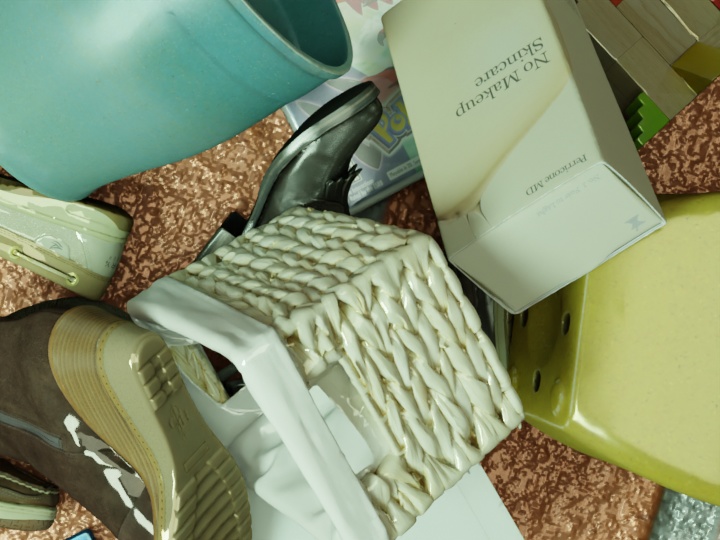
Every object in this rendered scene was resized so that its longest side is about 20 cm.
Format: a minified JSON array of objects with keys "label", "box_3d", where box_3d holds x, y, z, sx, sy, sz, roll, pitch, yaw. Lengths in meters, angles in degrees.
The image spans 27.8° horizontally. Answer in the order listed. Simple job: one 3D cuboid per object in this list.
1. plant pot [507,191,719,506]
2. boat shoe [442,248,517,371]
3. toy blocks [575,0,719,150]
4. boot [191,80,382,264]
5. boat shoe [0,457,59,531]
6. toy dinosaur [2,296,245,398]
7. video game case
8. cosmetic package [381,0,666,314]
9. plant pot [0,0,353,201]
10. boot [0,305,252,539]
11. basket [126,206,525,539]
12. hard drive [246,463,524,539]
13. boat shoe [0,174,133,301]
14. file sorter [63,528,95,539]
[{"label":"plant pot","box_3d":[0.199,0.041,0.871,0.198,0.195,0.196,7,90,-14]},{"label":"boat shoe","box_3d":[0.081,-0.010,0.940,0.066,0.072,0.202,4,109,31]},{"label":"toy blocks","box_3d":[0.196,-0.186,0.938,0.200,0.100,0.137,-41,86,-14]},{"label":"boot","box_3d":[0.000,0.000,0.920,0.174,0.069,0.200,39,113,-5]},{"label":"boat shoe","box_3d":[-0.277,0.098,0.903,0.201,0.075,0.075,21,84,-5]},{"label":"toy dinosaur","box_3d":[-0.164,0.064,0.923,0.199,0.077,0.103,30,73,4]},{"label":"video game case","box_3d":[0.032,-0.159,0.951,0.199,0.023,0.183,-28,93,-4]},{"label":"cosmetic package","box_3d":[0.086,-0.089,0.825,0.103,0.201,0.073,-33,135,21]},{"label":"plant pot","box_3d":[-0.138,-0.144,0.850,0.187,0.200,0.201,-34,94,18]},{"label":"boot","box_3d":[-0.153,0.110,0.847,0.072,0.165,0.201,-36,119,-45]},{"label":"basket","box_3d":[-0.022,0.049,0.793,0.123,0.200,0.136,-35,110,-17]},{"label":"hard drive","box_3d":[-0.014,0.167,0.875,0.199,0.026,0.132,-29,74,-7]},{"label":"boat shoe","box_3d":[-0.244,-0.030,0.902,0.199,0.074,0.067,15,93,-1]},{"label":"file sorter","box_3d":[-0.192,0.289,0.890,0.138,0.123,0.201,-25,94,-4]}]
